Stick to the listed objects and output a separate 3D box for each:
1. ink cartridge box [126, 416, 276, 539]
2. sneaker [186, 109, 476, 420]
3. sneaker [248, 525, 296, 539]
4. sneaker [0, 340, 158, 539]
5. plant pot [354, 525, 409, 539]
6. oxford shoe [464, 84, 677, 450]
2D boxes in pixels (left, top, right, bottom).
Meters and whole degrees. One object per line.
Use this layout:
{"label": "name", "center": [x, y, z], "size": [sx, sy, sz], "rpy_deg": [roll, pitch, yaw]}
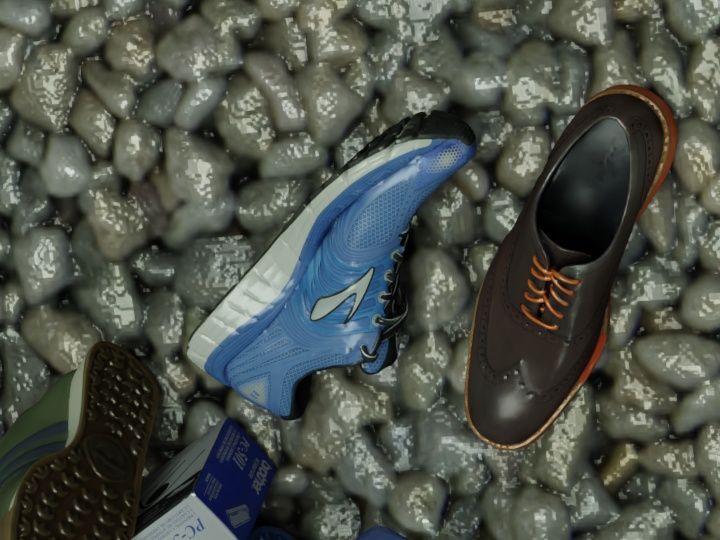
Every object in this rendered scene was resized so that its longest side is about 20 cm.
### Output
{"label": "ink cartridge box", "center": [-0.139, 0.167, 1.241], "size": [0.200, 0.094, 0.044], "rpy_deg": [-38, 102, 21]}
{"label": "sneaker", "center": [0.000, 0.000, 1.187], "size": [0.089, 0.079, 0.200], "rpy_deg": [42, 118, 1]}
{"label": "sneaker", "center": [-0.027, 0.235, 1.238], "size": [0.078, 0.070, 0.200], "rpy_deg": [-33, 87, 35]}
{"label": "sneaker", "center": [-0.165, 0.125, 1.202], "size": [0.067, 0.200, 0.090], "rpy_deg": [40, 120, -16]}
{"label": "plant pot", "center": [0.016, 0.271, 1.085], "size": [0.200, 0.200, 0.180], "rpy_deg": [31, 118, 14]}
{"label": "oxford shoe", "center": [0.094, 0.002, 1.148], "size": [0.071, 0.073, 0.200], "rpy_deg": [23, 106, 14]}
